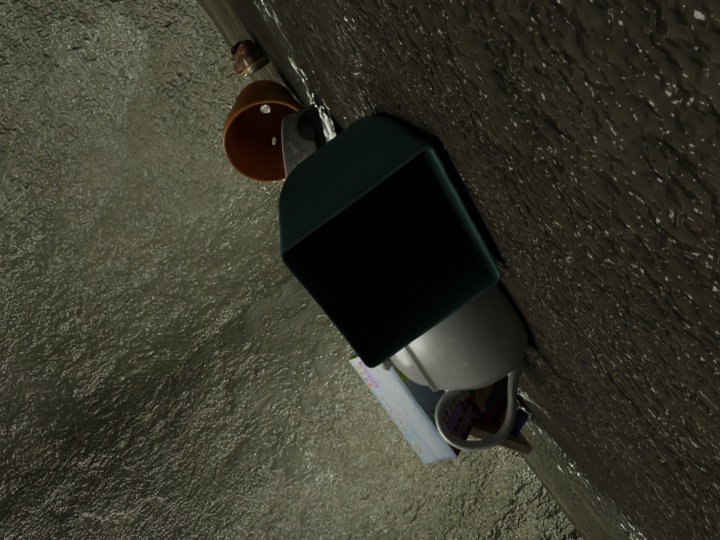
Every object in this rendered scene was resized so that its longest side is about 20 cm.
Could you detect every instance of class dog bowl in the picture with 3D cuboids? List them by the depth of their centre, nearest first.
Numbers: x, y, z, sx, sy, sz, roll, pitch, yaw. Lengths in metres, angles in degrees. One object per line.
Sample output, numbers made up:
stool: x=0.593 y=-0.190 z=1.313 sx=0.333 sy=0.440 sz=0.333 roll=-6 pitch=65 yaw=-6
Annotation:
dog bowl: x=-0.087 y=-0.172 z=1.000 sx=0.200 sy=0.057 sz=0.207 roll=-8 pitch=-90 yaw=-86

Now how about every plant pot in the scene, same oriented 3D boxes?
plant pot: x=0.009 y=-0.053 z=0.551 sx=0.142 sy=0.140 sz=0.201 roll=53 pitch=-172 yaw=-32
plant pot: x=-0.202 y=-0.318 z=1.297 sx=0.201 sy=0.196 sz=0.142 roll=53 pitch=-163 yaw=-45

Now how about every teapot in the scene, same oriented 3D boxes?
teapot: x=0.079 y=0.061 z=0.647 sx=0.199 sy=0.145 sz=0.200 roll=53 pitch=180 yaw=-27

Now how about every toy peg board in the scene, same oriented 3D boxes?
toy peg board: x=0.238 y=0.235 z=1.161 sx=0.196 sy=0.099 sz=0.201 roll=24 pitch=-165 yaw=-28

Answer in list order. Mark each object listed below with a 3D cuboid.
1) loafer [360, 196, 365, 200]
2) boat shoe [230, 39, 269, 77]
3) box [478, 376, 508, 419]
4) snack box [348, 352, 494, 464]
loafer: x=0.026 y=-0.077 z=1.016 sx=0.202 sy=0.072 sz=0.073 roll=54 pitch=179 yaw=-4
boat shoe: x=-0.252 y=-0.477 z=1.315 sx=0.068 sy=0.071 sz=0.200 roll=58 pitch=172 yaw=-24
box: x=0.153 y=0.161 z=0.966 sx=0.201 sy=0.139 sz=0.080 roll=54 pitch=-173 yaw=-36
snack box: x=0.098 y=0.116 z=0.783 sx=0.170 sy=0.067 sz=0.200 roll=54 pitch=-137 yaw=-7
